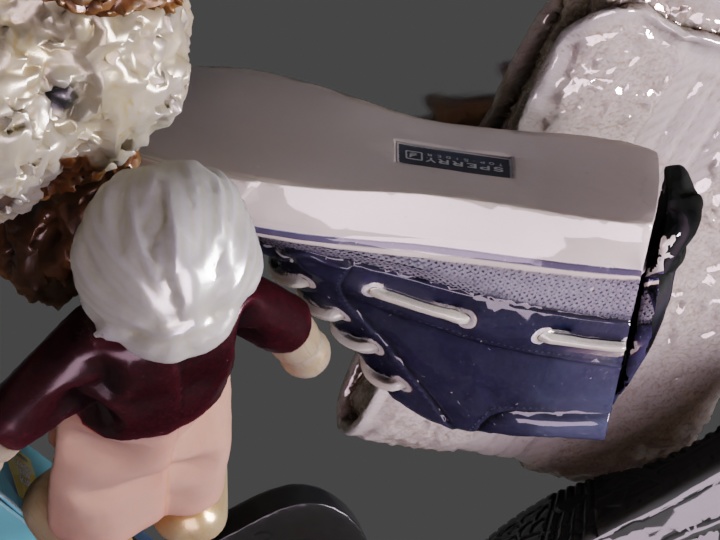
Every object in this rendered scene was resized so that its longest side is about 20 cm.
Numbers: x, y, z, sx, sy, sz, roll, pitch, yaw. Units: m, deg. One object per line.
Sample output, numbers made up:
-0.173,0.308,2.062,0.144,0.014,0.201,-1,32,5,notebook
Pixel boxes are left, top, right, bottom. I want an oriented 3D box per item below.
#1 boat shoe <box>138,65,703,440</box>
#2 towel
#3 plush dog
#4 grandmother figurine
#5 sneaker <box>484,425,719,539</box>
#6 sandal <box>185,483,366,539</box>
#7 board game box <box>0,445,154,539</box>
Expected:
0.000,0.000,0.929,0.200,0.075,0.093,11,122,2,boat shoe
0.089,-0.009,0.999,0.132,0.034,0.200,13,122,-24,towel
-0.131,-0.057,0.825,0.171,0.161,0.200,-4,153,-13,plush dog
-0.066,0.031,0.885,0.121,0.061,0.200,-30,160,-24,grandmother figurine
0.140,0.103,1.018,0.200,0.060,0.104,-28,103,14,sneaker
-0.085,0.139,0.991,0.200,0.045,0.075,-30,129,7,sandal
-0.152,0.159,1.046,0.200,0.047,0.151,-38,127,13,board game box
